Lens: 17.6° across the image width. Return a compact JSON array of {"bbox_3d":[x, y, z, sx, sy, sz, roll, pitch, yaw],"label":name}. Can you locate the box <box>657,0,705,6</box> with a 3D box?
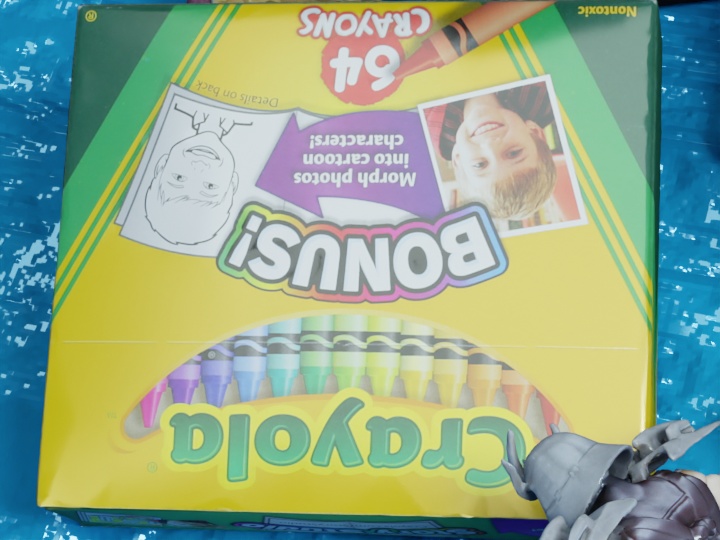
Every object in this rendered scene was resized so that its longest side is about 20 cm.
[{"bbox_3d":[0.068,-0.210,0.805,0.123,0.200,0.198,-7,79,3],"label":"box"}]

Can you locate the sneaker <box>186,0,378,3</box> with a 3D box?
[{"bbox_3d":[-0.041,-0.142,0.896,0.075,0.090,0.201,9,78,-28],"label":"sneaker"}]

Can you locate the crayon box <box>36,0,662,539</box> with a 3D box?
[{"bbox_3d":[0.000,0.000,0.777,0.199,0.058,0.174,0,75,9],"label":"crayon box"}]

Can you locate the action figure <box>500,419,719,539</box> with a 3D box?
[{"bbox_3d":[0.110,0.120,0.667,0.200,0.069,0.130,47,45,6],"label":"action figure"}]
